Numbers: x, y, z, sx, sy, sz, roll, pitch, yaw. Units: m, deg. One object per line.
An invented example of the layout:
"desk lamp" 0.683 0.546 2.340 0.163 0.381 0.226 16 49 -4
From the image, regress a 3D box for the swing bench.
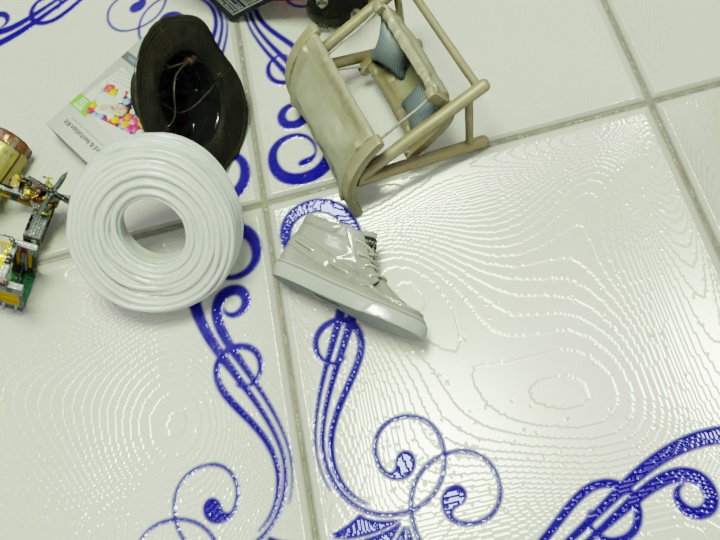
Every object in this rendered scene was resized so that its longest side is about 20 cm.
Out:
"swing bench" 0.024 -0.211 0.890 0.198 0.130 0.200 -27 64 -3

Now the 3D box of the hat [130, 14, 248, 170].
"hat" -0.228 -0.206 0.906 0.080 0.201 0.203 1 64 28

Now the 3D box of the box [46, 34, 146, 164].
"box" -0.302 -0.217 0.999 0.155 0.041 0.200 39 78 23

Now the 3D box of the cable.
"cable" -0.234 -0.051 0.837 0.197 0.203 0.069 -7 21 3

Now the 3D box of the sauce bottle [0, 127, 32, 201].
"sauce bottle" -0.511 -0.093 0.964 0.065 0.066 0.202 20 68 18

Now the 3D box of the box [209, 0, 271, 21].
"box" -0.162 -0.462 0.960 0.197 0.199 0.125 -4 59 43

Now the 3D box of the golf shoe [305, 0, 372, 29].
"golf shoe" 0.006 -0.412 1.028 0.199 0.077 0.088 -37 33 1

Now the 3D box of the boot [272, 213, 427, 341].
"boot" 0.000 0.000 0.826 0.198 0.074 0.096 24 78 20

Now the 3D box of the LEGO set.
"LEGO set" -0.439 -0.049 0.877 0.152 0.116 0.202 26 64 -15
